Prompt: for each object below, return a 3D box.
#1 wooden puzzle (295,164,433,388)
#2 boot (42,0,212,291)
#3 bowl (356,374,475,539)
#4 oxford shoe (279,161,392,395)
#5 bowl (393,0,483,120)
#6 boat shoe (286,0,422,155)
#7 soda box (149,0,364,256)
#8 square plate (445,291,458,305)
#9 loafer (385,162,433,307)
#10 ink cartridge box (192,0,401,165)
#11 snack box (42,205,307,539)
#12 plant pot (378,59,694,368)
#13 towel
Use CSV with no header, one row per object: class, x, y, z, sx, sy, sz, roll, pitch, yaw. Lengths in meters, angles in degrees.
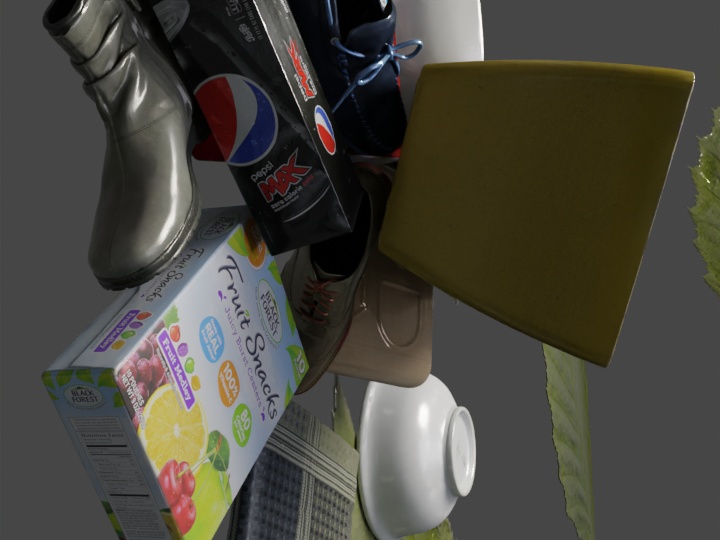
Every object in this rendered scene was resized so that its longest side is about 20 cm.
wooden puzzle,0.000,0.000,0.836,0.185,0.046,0.202,18,74,-44
boot,-0.147,-0.097,0.523,0.131,0.067,0.201,59,26,-44
bowl,0.072,0.199,0.982,0.201,0.090,0.203,-3,90,-68
oxford shoe,-0.035,0.012,0.694,0.075,0.070,0.201,-58,167,-76
bowl,0.020,-0.227,0.819,0.074,0.199,0.202,-5,84,-30
boat shoe,-0.008,-0.166,0.618,0.201,0.068,0.084,60,45,-33
soda box,-0.064,-0.115,0.580,0.071,0.063,0.201,-74,144,-60
square plate,0.100,-0.085,0.917,0.198,0.028,0.202,-53,145,-75
loafer,0.029,-0.033,0.945,0.072,0.063,0.201,31,-41,61
ink cartridge box,-0.051,-0.183,0.690,0.175,0.083,0.202,-7,92,-54
snack box,-0.106,0.065,0.581,0.200,0.053,0.143,-60,142,-55
plant pot,0.117,-0.066,0.678,0.200,0.175,0.201,-48,152,-78
towel,-0.057,0.216,0.744,0.200,0.034,0.194,50,39,-53
